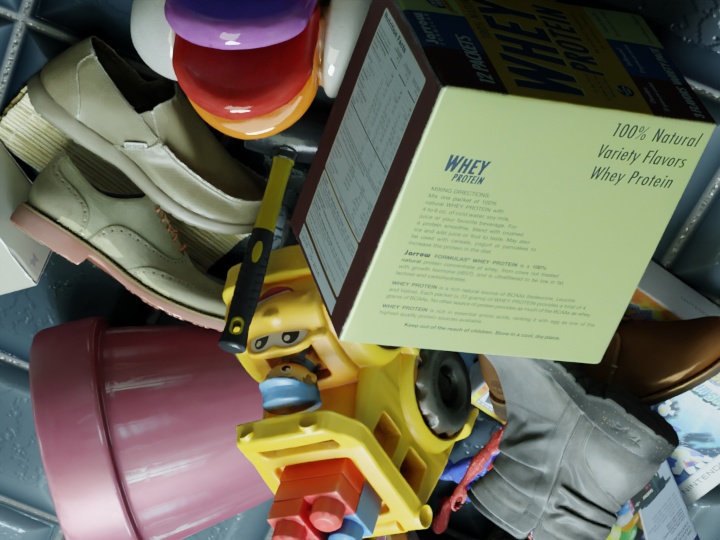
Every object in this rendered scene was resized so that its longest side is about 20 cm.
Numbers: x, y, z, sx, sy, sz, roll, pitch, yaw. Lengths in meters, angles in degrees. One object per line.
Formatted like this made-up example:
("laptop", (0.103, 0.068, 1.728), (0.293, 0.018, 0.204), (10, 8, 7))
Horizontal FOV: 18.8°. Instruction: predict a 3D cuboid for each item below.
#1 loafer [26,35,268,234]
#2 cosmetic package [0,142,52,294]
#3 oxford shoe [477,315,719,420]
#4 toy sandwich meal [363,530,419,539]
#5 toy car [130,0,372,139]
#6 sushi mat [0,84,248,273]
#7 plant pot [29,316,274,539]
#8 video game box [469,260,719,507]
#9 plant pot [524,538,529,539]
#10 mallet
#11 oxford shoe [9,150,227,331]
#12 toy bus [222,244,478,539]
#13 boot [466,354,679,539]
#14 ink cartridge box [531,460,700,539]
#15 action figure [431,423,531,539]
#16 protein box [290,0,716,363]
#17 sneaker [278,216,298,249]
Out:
("loafer", (-0.141, -0.096, 1.554), (0.200, 0.076, 0.067), (31, 115, -15))
("cosmetic package", (-0.341, -0.025, 1.659), (0.200, 0.071, 0.105), (-13, 128, 26))
("oxford shoe", (0.176, 0.057, 1.560), (0.200, 0.071, 0.071), (-12, 119, 23))
("toy sandwich meal", (-0.001, 0.268, 1.762), (0.070, 0.205, 0.205), (-3, 135, -22))
("toy car", (-0.074, -0.176, 1.424), (0.175, 0.150, 0.200), (6, 131, 9))
("sushi mat", (-0.175, -0.072, 1.626), (0.200, 0.012, 0.096), (36, 129, -17))
("plant pot", (-0.142, 0.122, 1.677), (0.179, 0.200, 0.200), (-13, 127, 4))
("video game box", (0.213, 0.090, 1.651), (0.200, 0.047, 0.182), (33, 127, -15))
("plant pot", (0.141, 0.310, 1.762), (0.161, 0.201, 0.201), (-12, 128, 45))
("mallet", (-0.075, -0.036, 1.518), (0.066, 0.200, 0.041), (19, 152, 5))
("oxford shoe", (-0.155, -0.017, 1.607), (0.200, 0.071, 0.074), (30, 89, -16))
("toy bus", (-0.026, 0.108, 1.535), (0.136, 0.192, 0.200), (-11, 130, 32))
("boot", (0.111, 0.112, 1.529), (0.200, 0.070, 0.132), (40, 107, 15))
("ink cartridge box", (0.197, 0.205, 1.646), (0.042, 0.119, 0.200), (21, 145, 45))
("action figure", (0.092, 0.178, 1.684), (0.065, 0.099, 0.200), (35, 144, -15))
("protein box", (0.088, -0.063, 1.430), (0.198, 0.135, 0.200), (6, 126, -24))
("sneaker", (0.000, 0.000, 1.603), (0.114, 0.075, 0.200), (38, 130, -22))
